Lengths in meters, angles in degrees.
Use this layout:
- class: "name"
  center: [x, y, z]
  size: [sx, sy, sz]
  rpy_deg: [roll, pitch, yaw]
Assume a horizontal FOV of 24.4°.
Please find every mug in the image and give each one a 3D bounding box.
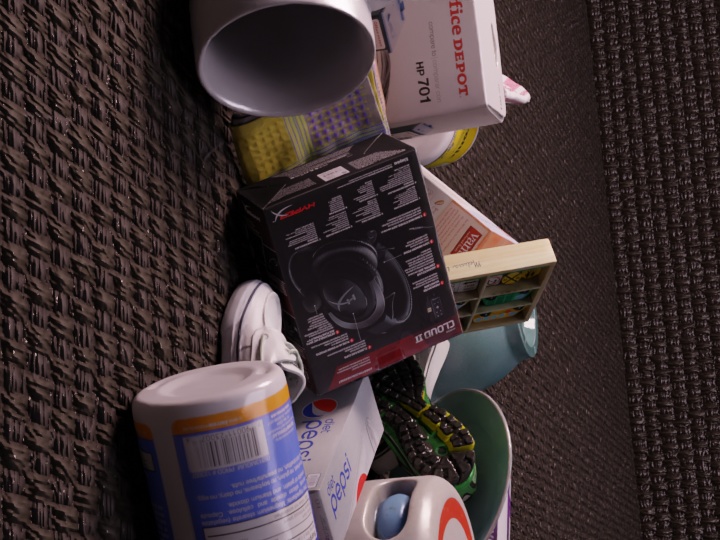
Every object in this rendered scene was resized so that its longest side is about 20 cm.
- class: "mug"
  center: [-0.046, -0.248, 1.377]
  size: [0.148, 0.199, 0.176]
  rpy_deg: [57, 20, -57]

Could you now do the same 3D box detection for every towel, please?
- class: "towel"
  center: [0.096, -0.240, 1.890]
  size: [0.030, 0.199, 0.146]
  rpy_deg: [-65, 169, 12]
- class: "towel"
  center: [-0.030, -0.082, 1.479]
  size: [0.023, 0.143, 0.201]
  rpy_deg: [44, -26, 53]

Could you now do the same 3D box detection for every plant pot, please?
- class: "plant pot"
  center: [0.130, 0.050, 1.934]
  size: [0.200, 0.133, 0.202]
  rpy_deg: [-9, 90, -74]

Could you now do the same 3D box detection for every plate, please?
- class: "plate"
  center: [0.090, 0.215, 1.644]
  size: [0.025, 0.200, 0.201]
  rpy_deg: [21, 54, -29]

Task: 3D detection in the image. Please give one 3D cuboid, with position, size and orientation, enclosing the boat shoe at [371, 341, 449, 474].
- class: "boat shoe"
  center: [0.034, 0.122, 1.711]
  size: [0.064, 0.071, 0.200]
  rpy_deg: [44, 38, -20]

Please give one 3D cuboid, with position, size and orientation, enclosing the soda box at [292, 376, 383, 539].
- class: "soda box"
  center: [-0.034, 0.166, 1.448]
  size: [0.200, 0.063, 0.069]
  rpy_deg: [-65, 144, -61]

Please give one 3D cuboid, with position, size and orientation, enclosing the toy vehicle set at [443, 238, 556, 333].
- class: "toy vehicle set"
  center: [0.079, 0.026, 1.601]
  size: [0.124, 0.199, 0.027]
  rpy_deg: [103, -26, -60]

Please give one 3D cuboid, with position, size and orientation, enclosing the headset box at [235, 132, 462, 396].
- class: "headset box"
  center: [-0.006, 0.003, 1.456]
  size: [0.077, 0.148, 0.201]
  rpy_deg: [36, -35, 61]

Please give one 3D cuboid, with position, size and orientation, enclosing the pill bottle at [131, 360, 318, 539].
- class: "pill bottle"
  center: [-0.089, 0.174, 1.179]
  size: [0.112, 0.111, 0.201]
  rpy_deg: [-41, 121, -71]

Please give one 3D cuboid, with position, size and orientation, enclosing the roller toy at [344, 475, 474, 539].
- class: "roller toy"
  center: [0.035, 0.281, 1.490]
  size: [0.182, 0.139, 0.201]
  rpy_deg: [39, 46, -66]

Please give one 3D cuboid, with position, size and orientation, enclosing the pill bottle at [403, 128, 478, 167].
- class: "pill bottle"
  center: [0.074, -0.172, 1.892]
  size: [0.200, 0.111, 0.112]
  rpy_deg: [-19, 100, -74]

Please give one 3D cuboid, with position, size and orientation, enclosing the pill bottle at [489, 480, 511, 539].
- class: "pill bottle"
  center: [0.103, 0.283, 1.766]
  size: [0.112, 0.111, 0.201]
  rpy_deg: [64, 24, -46]

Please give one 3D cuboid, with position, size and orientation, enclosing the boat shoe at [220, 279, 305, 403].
- class: "boat shoe"
  center: [-0.075, 0.089, 1.344]
  size: [0.074, 0.066, 0.201]
  rpy_deg: [64, 24, -46]

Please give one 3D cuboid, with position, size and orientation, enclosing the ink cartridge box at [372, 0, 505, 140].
- class: "ink cartridge box"
  center: [0.027, -0.202, 1.594]
  size: [0.086, 0.199, 0.147]
  rpy_deg: [17, 66, -72]

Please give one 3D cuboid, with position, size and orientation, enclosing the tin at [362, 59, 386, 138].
- class: "tin"
  center: [-0.041, -0.189, 1.510]
  size: [0.042, 0.111, 0.201]
  rpy_deg: [-37, 118, -60]

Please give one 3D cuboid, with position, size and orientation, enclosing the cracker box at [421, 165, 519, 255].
- class: "cracker box"
  center: [0.059, -0.070, 1.685]
  size: [0.200, 0.058, 0.134]
  rpy_deg: [40, 6, 18]

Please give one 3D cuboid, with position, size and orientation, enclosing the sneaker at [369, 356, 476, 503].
- class: "sneaker"
  center: [0.044, 0.152, 1.611]
  size: [0.200, 0.078, 0.085]
  rpy_deg: [53, -16, 40]
